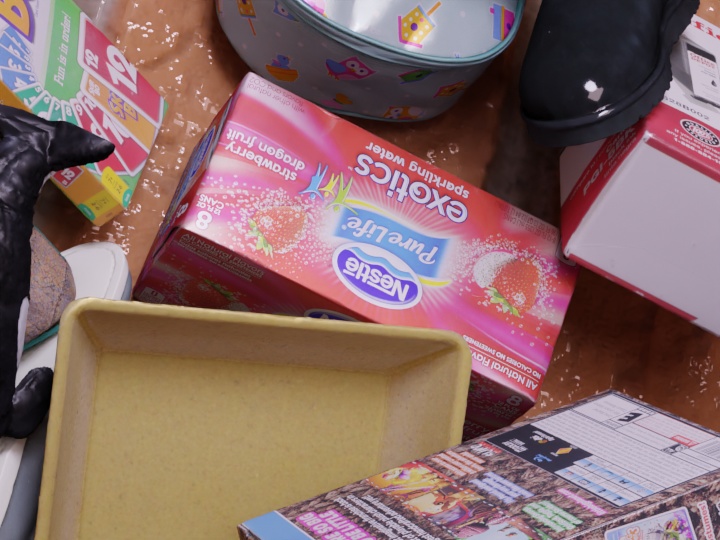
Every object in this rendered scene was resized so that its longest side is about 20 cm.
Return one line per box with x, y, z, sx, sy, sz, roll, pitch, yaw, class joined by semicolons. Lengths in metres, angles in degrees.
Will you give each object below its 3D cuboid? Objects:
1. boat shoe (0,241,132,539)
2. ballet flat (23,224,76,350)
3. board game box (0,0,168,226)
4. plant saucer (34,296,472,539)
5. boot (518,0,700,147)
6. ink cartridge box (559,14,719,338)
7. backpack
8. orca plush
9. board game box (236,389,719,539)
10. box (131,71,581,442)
-0.157;0.074;1.022;0.062;0.073;0.200;61;40;-42;boat shoe
-0.224;0.037;0.978;0.200;0.067;0.068;-36;42;-22;ballet flat
-0.176;-0.121;1.043;0.200;0.030;0.096;45;32;-22;board game box
-0.059;0.116;1.005;0.200;0.048;0.200;6;95;-21;plant saucer
0.109;-0.172;1.055;0.198;0.073;0.163;-55;132;-50;boot
0.187;-0.054;1.133;0.147;0.083;0.200;27;28;-10;ink cartridge box
0.013;-0.187;1.138;0.176;0.153;0.200;15;71;-22;backpack
-0.163;0.024;0.935;0.105;0.071;0.200;38;75;-20;orca plush
0.070;0.141;0.944;0.200;0.159;0.097;-18;103;-16;board game box
0.000;0.000;1.083;0.200;0.095;0.100;27;61;-10;box
